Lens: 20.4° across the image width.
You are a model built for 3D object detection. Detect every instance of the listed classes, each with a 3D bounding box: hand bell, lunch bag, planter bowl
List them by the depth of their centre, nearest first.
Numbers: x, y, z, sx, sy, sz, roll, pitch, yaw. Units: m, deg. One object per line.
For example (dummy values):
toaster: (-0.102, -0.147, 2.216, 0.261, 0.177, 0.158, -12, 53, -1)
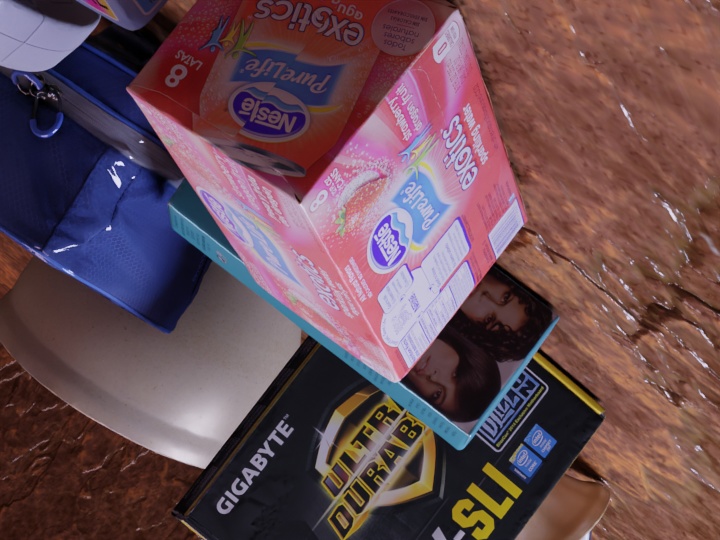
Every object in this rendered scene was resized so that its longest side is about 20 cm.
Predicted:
lunch bag: (-0.148, -0.066, 1.130, 0.136, 0.133, 0.200, 32, 176, 23)
planter bowl: (-0.118, 0.019, 1.294, 0.200, 0.135, 0.200, 30, -170, -6)
hand bell: (0.064, 0.097, 1.306, 0.200, 0.104, 0.104, 53, 167, -7)

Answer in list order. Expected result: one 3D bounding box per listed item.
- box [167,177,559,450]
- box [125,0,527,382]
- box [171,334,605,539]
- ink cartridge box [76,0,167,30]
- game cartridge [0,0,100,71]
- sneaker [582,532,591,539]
box: (0.000, 0.000, 1.055, 0.200, 0.082, 0.049, 37, 168, 6)
box: (-0.007, -0.046, 0.843, 0.095, 0.103, 0.200, 33, 169, 23)
box: (0.017, 0.108, 1.129, 0.160, 0.200, 0.049, 41, 170, -10)
ink cartridge box: (-0.146, -0.196, 0.761, 0.136, 0.076, 0.200, 31, 165, 32)
game cartridge: (-0.188, -0.154, 0.962, 0.133, 0.041, 0.200, 52, -171, -2)
sneaker: (0.088, 0.148, 1.396, 0.200, 0.070, 0.108, 39, 176, -41)
